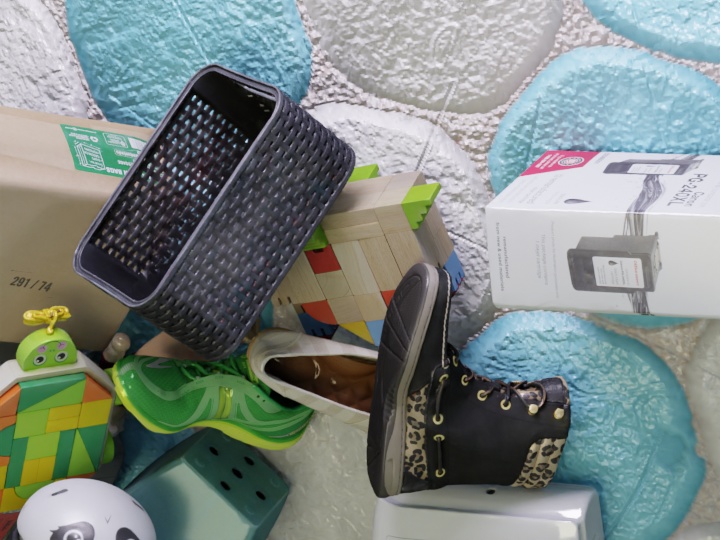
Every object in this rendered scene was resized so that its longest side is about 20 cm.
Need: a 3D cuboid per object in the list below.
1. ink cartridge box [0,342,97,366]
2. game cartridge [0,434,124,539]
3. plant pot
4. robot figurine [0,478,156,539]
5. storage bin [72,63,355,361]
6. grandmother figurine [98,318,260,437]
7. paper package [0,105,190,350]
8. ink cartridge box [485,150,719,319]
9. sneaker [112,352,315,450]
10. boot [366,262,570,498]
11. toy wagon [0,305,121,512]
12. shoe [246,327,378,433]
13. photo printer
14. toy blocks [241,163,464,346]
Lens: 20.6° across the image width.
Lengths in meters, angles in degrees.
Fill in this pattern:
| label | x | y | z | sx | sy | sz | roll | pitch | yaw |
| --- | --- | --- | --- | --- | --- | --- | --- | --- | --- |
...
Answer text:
| label | x | y | z | sx | sy | sz | roll | pitch | yaw |
| --- | --- | --- | --- | --- | --- | --- | --- | --- | --- |
| ink cartridge box | -0.339 | 0.126 | 1.772 | 0.083 | 0.146 | 0.200 | 42 | 123 | 4 |
| game cartridge | -0.301 | 0.215 | 1.804 | 0.041 | 0.133 | 0.200 | 55 | 128 | 23 |
| plant pot | -0.165 | 0.242 | 1.752 | 0.141 | 0.141 | 0.200 | 44 | 116 | 1 |
| robot figurine | -0.242 | 0.272 | 1.643 | 0.125 | 0.150 | 0.200 | 25 | 107 | 20 |
| storage bin | -0.114 | -0.047 | 1.540 | 0.094 | 0.200 | 0.135 | 36 | 174 | -37 |
| grandmother figurine | -0.177 | 0.086 | 1.720 | 0.200 | 0.061 | 0.121 | -33 | 123 | 26 |
| paper package | -0.273 | -0.035 | 1.630 | 0.191 | 0.200 | 0.103 | -54 | 43 | 33 |
| ink cartridge box | 0.211 | -0.028 | 1.445 | 0.200 | 0.145 | 0.083 | 3 | 111 | 25 |
| sneaker | -0.119 | 0.094 | 1.651 | 0.084 | 0.200 | 0.074 | -50 | 46 | 30 |
| boot | 0.091 | 0.091 | 1.566 | 0.151 | 0.073 | 0.200 | 4 | 110 | -14 |
| toy wagon | -0.270 | 0.118 | 1.643 | 0.040 | 0.155 | 0.200 | 53 | 139 | 39 |
| shoe | 0.004 | 0.099 | 1.612 | 0.200 | 0.053 | 0.070 | 17 | 91 | -10 |
| photo printer | 0.107 | 0.253 | 1.664 | 0.200 | 0.069 | 0.166 | 1 | 115 | 24 |
| toy blocks | 0.000 | 0.000 | 1.600 | 0.200 | 0.100 | 0.137 | -9 | 120 | 29 |
